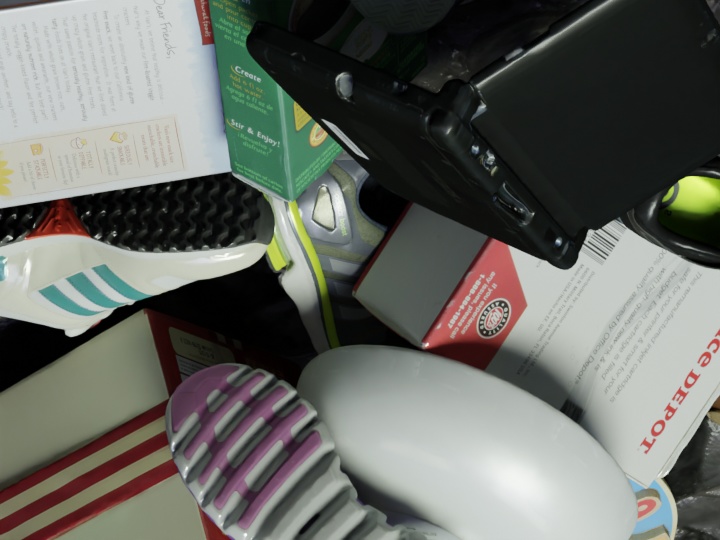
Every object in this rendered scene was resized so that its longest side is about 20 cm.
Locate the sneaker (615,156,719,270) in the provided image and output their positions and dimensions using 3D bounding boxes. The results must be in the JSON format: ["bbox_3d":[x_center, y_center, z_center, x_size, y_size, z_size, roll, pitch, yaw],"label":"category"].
[{"bbox_3d":[0.217,-0.017,1.286,0.199,0.083,0.071,14,108,-16],"label":"sneaker"}]

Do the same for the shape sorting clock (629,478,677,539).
[{"bbox_3d":[0.111,0.184,1.629,0.199,0.039,0.201,-6,138,-6],"label":"shape sorting clock"}]

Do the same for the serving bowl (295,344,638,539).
[{"bbox_3d":[0.045,0.124,1.343,0.199,0.066,0.200,20,153,11],"label":"serving bowl"}]

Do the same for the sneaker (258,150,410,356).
[{"bbox_3d":[0.000,0.000,1.384,0.081,0.074,0.200,-22,139,6],"label":"sneaker"}]

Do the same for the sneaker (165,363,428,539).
[{"bbox_3d":[-0.028,0.137,1.295,0.080,0.200,0.089,-41,170,-21],"label":"sneaker"}]

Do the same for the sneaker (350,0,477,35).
[{"bbox_3d":[0.063,-0.207,1.170,0.200,0.080,0.115,-67,162,15],"label":"sneaker"}]

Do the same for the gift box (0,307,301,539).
[{"bbox_3d":[-0.127,0.135,1.416,0.186,0.201,0.184,-30,147,22],"label":"gift box"}]

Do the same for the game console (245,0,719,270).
[{"bbox_3d":[0.071,-0.088,1.168,0.117,0.175,0.200,-61,153,-7],"label":"game console"}]

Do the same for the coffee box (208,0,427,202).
[{"bbox_3d":[-0.020,-0.143,1.195,0.123,0.044,0.201,-47,150,-30],"label":"coffee box"}]

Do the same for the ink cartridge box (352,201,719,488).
[{"bbox_3d":[0.117,0.009,1.368,0.200,0.083,0.147,33,92,-38],"label":"ink cartridge box"}]

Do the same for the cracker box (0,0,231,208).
[{"bbox_3d":[-0.148,-0.102,1.248,0.199,0.058,0.134,-8,138,-3],"label":"cracker box"}]

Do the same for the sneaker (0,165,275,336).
[{"bbox_3d":[-0.135,-0.010,1.332,0.199,0.071,0.094,-3,145,13],"label":"sneaker"}]

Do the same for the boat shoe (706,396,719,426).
[{"bbox_3d":[0.255,0.081,1.503,0.199,0.074,0.076,28,135,-19],"label":"boat shoe"}]
